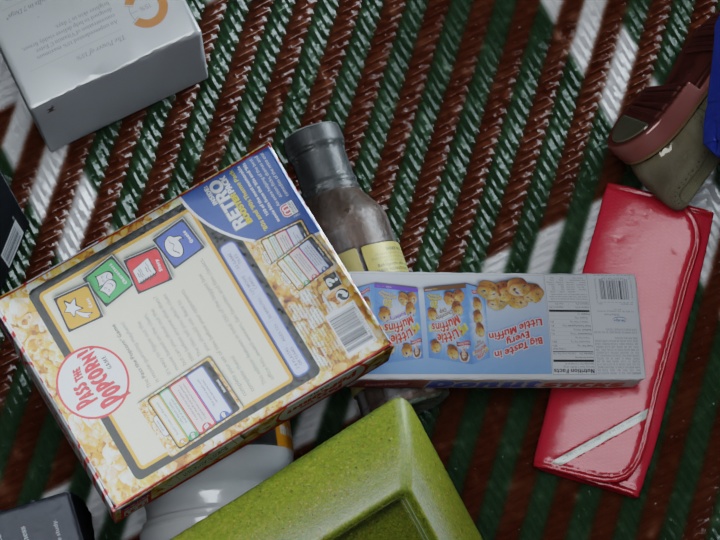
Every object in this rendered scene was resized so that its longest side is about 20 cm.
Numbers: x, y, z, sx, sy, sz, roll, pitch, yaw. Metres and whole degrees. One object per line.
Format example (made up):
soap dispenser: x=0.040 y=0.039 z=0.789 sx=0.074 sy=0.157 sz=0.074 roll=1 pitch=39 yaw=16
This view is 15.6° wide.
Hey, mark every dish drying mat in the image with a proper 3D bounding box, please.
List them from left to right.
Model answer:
dish drying mat: x=0.175 y=0.045 z=1.740 sx=0.076 sy=0.018 sz=0.201 roll=15 pitch=77 yaw=5

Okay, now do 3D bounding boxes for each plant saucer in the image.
plant saucer: x=-0.008 y=0.214 z=1.630 sx=0.199 sy=0.048 sz=0.200 roll=-32 pitch=115 yaw=-7

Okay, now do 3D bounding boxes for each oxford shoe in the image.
oxford shoe: x=0.251 y=-0.124 z=1.767 sx=0.200 sy=0.070 sz=0.075 roll=-44 pitch=109 yaw=-13

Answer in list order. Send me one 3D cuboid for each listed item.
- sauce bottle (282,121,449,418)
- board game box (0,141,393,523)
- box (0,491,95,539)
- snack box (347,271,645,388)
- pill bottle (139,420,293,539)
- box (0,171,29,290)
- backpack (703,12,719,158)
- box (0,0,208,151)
sauce bottle: x=0.000 y=0.000 z=1.730 sx=0.064 sy=0.065 sz=0.201 roll=-17 pitch=77 yaw=-3
board game box: x=-0.103 y=0.037 z=1.611 sx=0.199 sy=0.046 sz=0.152 roll=-29 pitch=80 yaw=-11
box: x=-0.250 y=0.242 z=1.654 sx=0.199 sy=0.104 sz=0.149 roll=-16 pitch=77 yaw=-3
snack box: x=0.085 y=0.038 z=1.693 sx=0.199 sy=0.024 sz=0.072 roll=1 pitch=74 yaw=-17
pill bottle: x=-0.103 y=0.086 z=1.683 sx=0.116 sy=0.116 sz=0.201 roll=-8 pitch=77 yaw=-1
box: x=-0.301 y=-0.045 z=1.674 sx=0.140 sy=0.200 sz=0.079 roll=21 pitch=78 yaw=6
backpack: x=0.337 y=-0.092 z=1.689 sx=0.199 sy=0.162 sz=0.169 roll=7 pitch=92 yaw=-29
box: x=-0.200 y=-0.203 z=1.764 sx=0.124 sy=0.098 sz=0.201 roll=-25 pitch=77 yaw=-6
